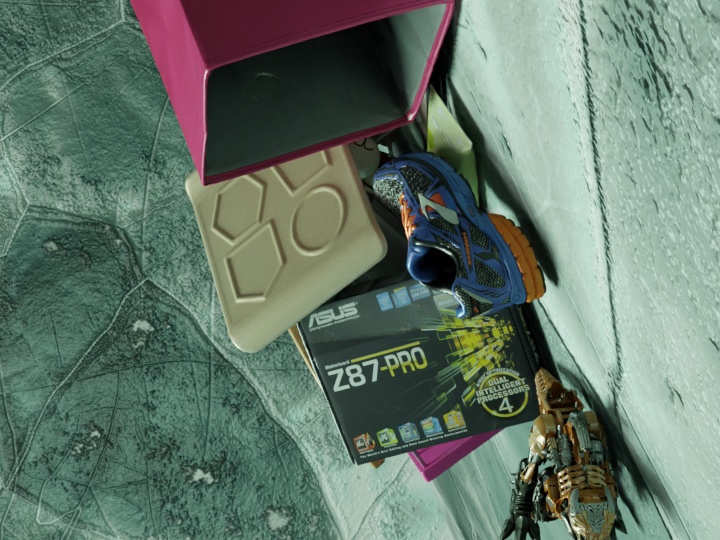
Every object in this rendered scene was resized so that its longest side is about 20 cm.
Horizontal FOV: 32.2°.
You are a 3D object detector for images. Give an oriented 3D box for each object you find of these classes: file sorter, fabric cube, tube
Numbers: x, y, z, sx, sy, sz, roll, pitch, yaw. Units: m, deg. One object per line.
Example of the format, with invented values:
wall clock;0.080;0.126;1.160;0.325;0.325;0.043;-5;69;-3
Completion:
file sorter;0.075;0.106;1.294;0.126;0.139;0.200;55;177;-9
fabric cube;-0.065;-0.218;0.982;0.200;0.196;0.200;111;139;-68
tube;0.081;-0.072;1.114;0.058;0.052;0.200;18;147;17

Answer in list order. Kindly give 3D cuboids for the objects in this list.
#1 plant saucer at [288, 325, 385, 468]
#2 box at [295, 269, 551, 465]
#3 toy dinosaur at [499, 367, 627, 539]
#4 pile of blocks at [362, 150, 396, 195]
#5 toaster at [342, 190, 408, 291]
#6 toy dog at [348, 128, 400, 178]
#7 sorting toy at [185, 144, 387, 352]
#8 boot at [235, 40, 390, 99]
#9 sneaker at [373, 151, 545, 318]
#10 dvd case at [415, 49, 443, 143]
plant saucer;-0.021;0.120;1.352;0.200;0.037;0.200;58;179;2
box;0.059;0.079;1.141;0.049;0.200;0.162;-50;-58;-68
toy dinosaur;0.173;0.155;1.011;0.200;0.102;0.136;-63;-22;-50
pile of blocks;0.062;-0.081;1.310;0.200;0.082;0.062;44;115;56
toaster;0.000;0.000;1.241;0.129;0.114;0.200;37;158;-18
toy dog;0.010;-0.161;1.238;0.200;0.132;0.097;54;128;54
sorting toy;-0.071;-0.050;1.156;0.036;0.185;0.200;18;-138;-51
boot;-0.061;-0.215;1.141;0.073;0.150;0.200;94;154;-56
sneaker;0.063;-0.031;1.015;0.200;0.078;0.075;44;156;46
dvd case;0.038;-0.212;1.103;0.200;0.018;0.143;79;169;-66
